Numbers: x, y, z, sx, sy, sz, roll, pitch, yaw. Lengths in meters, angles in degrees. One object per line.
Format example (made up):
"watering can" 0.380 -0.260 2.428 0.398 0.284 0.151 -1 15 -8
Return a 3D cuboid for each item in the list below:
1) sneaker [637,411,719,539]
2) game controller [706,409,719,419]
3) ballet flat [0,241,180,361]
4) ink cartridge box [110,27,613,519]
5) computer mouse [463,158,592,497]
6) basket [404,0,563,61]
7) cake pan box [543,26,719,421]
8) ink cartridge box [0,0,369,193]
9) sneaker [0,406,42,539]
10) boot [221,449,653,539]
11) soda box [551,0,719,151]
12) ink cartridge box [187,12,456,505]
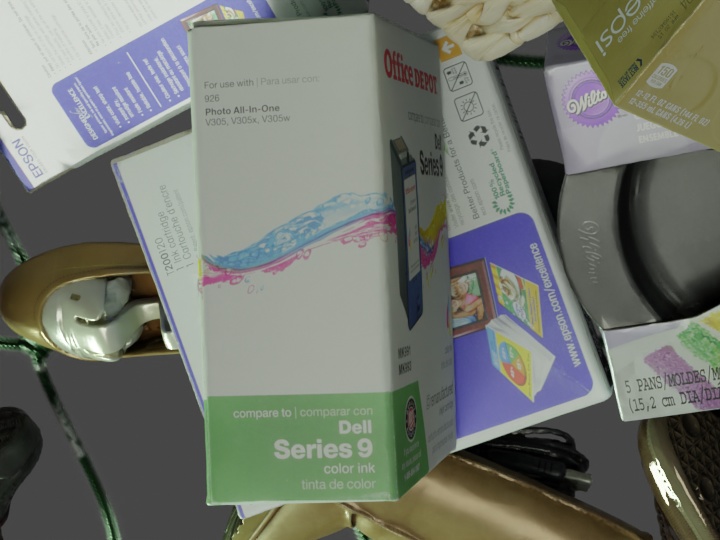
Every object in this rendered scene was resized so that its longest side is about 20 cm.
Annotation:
"sneaker" 0.190 0.155 0.904 0.075 0.070 0.200 -18 118 38
"game controller" 0.257 0.066 0.863 0.200 0.042 0.104 30 119 -5
"ballet flat" -0.113 0.019 0.896 0.200 0.063 0.069 -7 119 14
"ink cartridge box" 0.000 0.000 0.824 0.200 0.043 0.198 -20 88 13
"computer mouse" 0.076 0.038 0.876 0.138 0.053 0.200 16 120 3
"basket" 0.073 -0.196 0.655 0.136 0.200 0.123 -25 119 42
"cake pan box" 0.188 -0.032 0.731 0.200 0.052 0.184 -8 113 14
"ink cartridge box" -0.104 -0.127 0.812 0.200 0.039 0.100 -26 112 11
"sneaker" -0.221 0.164 0.998 0.115 0.076 0.200 40 129 -17
"boot" 0.033 0.155 0.927 0.200 0.066 0.175 28 139 -8
"soda box" 0.170 -0.072 0.599 0.200 0.064 0.068 18 124 -34
"ink cartridge box" -0.013 -0.007 0.730 0.087 0.145 0.200 -4 91 13
